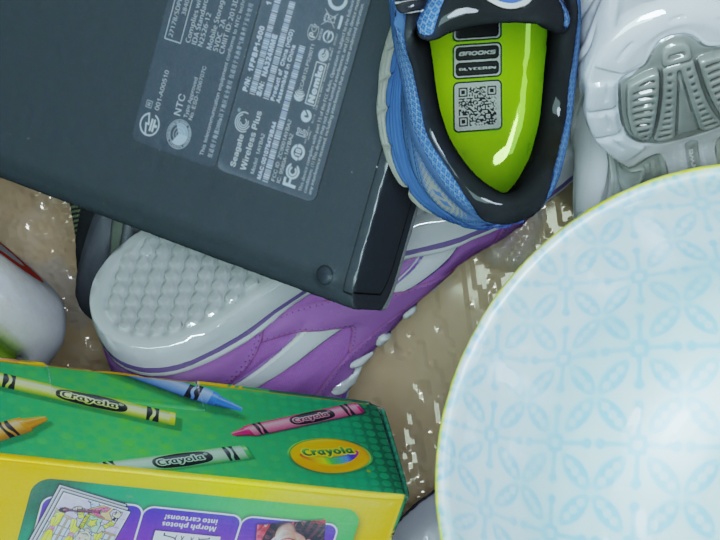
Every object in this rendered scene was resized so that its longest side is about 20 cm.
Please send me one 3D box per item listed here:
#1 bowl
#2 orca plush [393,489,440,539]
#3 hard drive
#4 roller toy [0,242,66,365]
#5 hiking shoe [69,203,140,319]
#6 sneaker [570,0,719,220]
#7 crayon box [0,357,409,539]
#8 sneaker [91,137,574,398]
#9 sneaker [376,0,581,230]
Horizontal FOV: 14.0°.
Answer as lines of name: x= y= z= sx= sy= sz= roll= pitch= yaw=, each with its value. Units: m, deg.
bowl: x=0.135 y=0.075 z=0.980 sx=0.199 sy=0.108 sz=0.201 roll=-7 pitch=70 yaw=21
orca plush: x=0.082 y=0.098 z=1.108 sx=0.200 sy=0.105 sz=0.071 roll=-42 pitch=117 yaw=17
hard drive: x=-0.060 y=-0.083 z=1.042 sx=0.199 sy=0.033 sz=0.140 roll=20 pitch=98 yaw=28
roller toy: x=-0.218 y=0.015 z=1.116 sx=0.182 sy=0.200 sz=0.140 roll=39 pitch=88 yaw=-8
hiking shoe: x=-0.104 y=-0.078 z=1.143 sx=0.100 sy=0.076 sz=0.201 roll=5 pitch=94 yaw=29
sneaker: x=0.104 y=-0.060 z=1.026 sx=0.077 sy=0.200 sz=0.100 roll=-10 pitch=55 yaw=-4
crayon box: x=-0.095 y=0.099 z=1.043 sx=0.199 sy=0.058 sz=0.119 roll=8 pitch=122 yaw=-18
sneaker: x=0.000 y=0.000 z=1.115 sx=0.200 sy=0.115 sz=0.073 roll=-25 pitch=53 yaw=-4
sneaker: x=0.040 y=-0.108 z=0.928 sx=0.078 sy=0.089 sz=0.201 roll=-11 pitch=104 yaw=-10
